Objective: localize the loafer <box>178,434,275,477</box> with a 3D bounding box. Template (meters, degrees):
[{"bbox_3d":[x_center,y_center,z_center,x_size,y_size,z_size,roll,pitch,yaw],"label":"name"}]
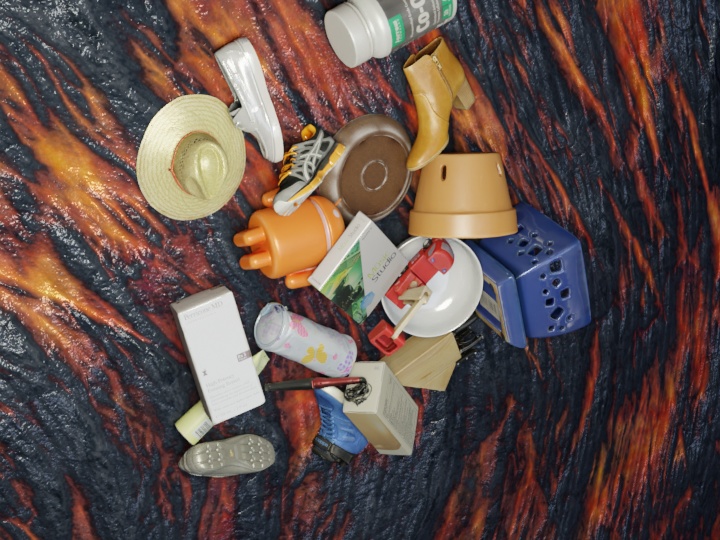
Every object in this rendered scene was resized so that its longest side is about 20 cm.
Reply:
[{"bbox_3d":[-0.237,0.334,1.779,0.198,0.069,0.071,11,65,-47],"label":"loafer"}]

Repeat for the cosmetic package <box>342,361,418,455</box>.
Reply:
[{"bbox_3d":[0.041,0.261,1.865,0.201,0.070,0.107,57,38,-50],"label":"cosmetic package"}]

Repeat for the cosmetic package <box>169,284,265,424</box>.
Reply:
[{"bbox_3d":[-0.236,0.138,1.644,0.100,0.074,0.204,-22,108,-17],"label":"cosmetic package"}]

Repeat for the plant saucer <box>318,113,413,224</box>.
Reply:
[{"bbox_3d":[0.019,-0.170,1.733,0.197,0.032,0.204,-15,120,-27],"label":"plant saucer"}]

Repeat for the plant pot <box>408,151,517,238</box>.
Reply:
[{"bbox_3d":[0.182,-0.138,1.767,0.197,0.199,0.144,-5,99,-31],"label":"plant pot"}]

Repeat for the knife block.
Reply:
[{"bbox_3d":[0.145,0.140,1.940,0.197,0.064,0.179,11,104,-36],"label":"knife block"}]

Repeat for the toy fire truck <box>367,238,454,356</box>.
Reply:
[{"bbox_3d":[0.092,0.041,1.741,0.049,0.142,0.200,38,106,-20],"label":"toy fire truck"}]

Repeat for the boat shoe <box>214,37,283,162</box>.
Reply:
[{"bbox_3d":[-0.174,-0.255,1.540,0.067,0.072,0.203,-24,124,-14],"label":"boat shoe"}]

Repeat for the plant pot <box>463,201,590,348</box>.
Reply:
[{"bbox_3d":[0.311,0.018,1.914,0.177,0.200,0.203,-25,124,-14],"label":"plant pot"}]

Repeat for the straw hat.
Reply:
[{"bbox_3d":[-0.244,-0.160,1.525,0.198,0.085,0.205,-15,119,-28],"label":"straw hat"}]

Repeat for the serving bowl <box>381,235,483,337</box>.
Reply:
[{"bbox_3d":[0.127,0.019,1.853,0.195,0.066,0.205,-3,110,-8],"label":"serving bowl"}]

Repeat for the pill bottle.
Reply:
[{"bbox_3d":[0.048,-0.412,1.585,0.198,0.113,0.115,-32,126,-17],"label":"pill bottle"}]

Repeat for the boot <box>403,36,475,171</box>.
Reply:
[{"bbox_3d":[0.109,-0.290,1.712,0.202,0.070,0.144,-53,124,-17],"label":"boot"}]

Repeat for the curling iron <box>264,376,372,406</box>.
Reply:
[{"bbox_3d":[-0.077,0.211,1.778,0.195,0.051,0.026,3,152,8],"label":"curling iron"}]

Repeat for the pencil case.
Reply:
[{"bbox_3d":[-0.096,0.125,1.756,0.198,0.091,0.084,28,104,-39],"label":"pencil case"}]

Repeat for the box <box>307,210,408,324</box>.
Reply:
[{"bbox_3d":[0.000,0.000,1.693,0.145,0.036,0.200,-53,150,-2],"label":"box"}]

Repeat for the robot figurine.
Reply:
[{"bbox_3d":[-0.109,-0.059,1.644,0.197,0.145,0.118,-17,148,-26],"label":"robot figurine"}]

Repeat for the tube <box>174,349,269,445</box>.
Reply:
[{"bbox_3d":[-0.236,0.216,1.731,0.200,0.058,0.052,-44,117,-8],"label":"tube"}]

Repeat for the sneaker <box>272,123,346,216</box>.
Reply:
[{"bbox_3d":[-0.097,-0.161,1.593,0.077,0.078,0.201,43,42,-10],"label":"sneaker"}]

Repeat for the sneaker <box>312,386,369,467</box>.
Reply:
[{"bbox_3d":[-0.054,0.296,1.870,0.112,0.076,0.201,-49,136,-16],"label":"sneaker"}]
